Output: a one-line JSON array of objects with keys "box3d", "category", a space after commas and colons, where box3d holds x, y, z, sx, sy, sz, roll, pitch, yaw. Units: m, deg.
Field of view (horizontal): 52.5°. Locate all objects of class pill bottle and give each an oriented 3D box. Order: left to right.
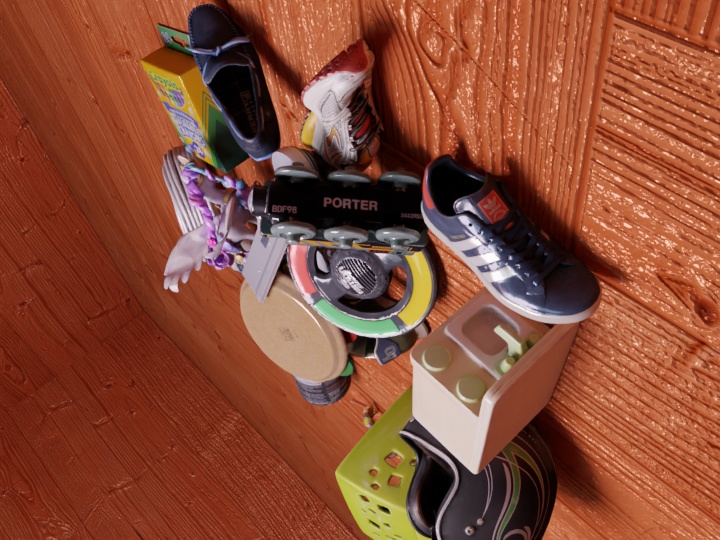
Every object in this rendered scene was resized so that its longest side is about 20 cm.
[{"box3d": [-0.083, 0.155, 1.342, 0.106, 0.106, 0.200, 36, 155, 34], "category": "pill bottle"}]

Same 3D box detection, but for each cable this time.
[{"box3d": [-0.280, -0.116, 1.251, 0.200, 0.069, 0.201, -177, 69, -82], "category": "cable"}]

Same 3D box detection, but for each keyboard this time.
[{"box3d": [-0.116, -0.034, 0.930, 0.056, 0.011, 0.200, 58, 144, 23], "category": "keyboard"}]

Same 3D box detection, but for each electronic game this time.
[{"box3d": [0.000, 0.000, 0.894, 0.199, 0.042, 0.201, 13, 128, 18], "category": "electronic game"}]

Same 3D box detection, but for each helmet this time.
[{"box3d": [0.145, 0.252, 0.914, 0.200, 0.199, 0.192, 162, 114, -68], "category": "helmet"}]

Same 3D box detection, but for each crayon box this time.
[{"box3d": [-0.251, -0.253, 1.086, 0.126, 0.052, 0.200, 30, 151, 43], "category": "crayon box"}]

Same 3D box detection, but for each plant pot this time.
[{"box3d": [0.105, 0.339, 1.146, 0.181, 0.200, 0.199, 26, 148, 37], "category": "plant pot"}]

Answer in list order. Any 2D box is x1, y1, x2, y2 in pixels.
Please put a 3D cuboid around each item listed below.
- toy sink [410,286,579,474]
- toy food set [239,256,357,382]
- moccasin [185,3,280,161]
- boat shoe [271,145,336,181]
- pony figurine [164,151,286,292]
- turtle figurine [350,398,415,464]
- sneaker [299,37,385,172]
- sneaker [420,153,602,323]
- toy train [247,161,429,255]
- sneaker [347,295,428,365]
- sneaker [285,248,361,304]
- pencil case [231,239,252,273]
[{"box3d": [0.133, 0.105, 0.780, 0.112, 0.130, 0.200, 41, 158, 26], "category": "toy sink"}, {"box3d": [-0.090, 0.078, 1.042, 0.200, 0.049, 0.198, 52, 142, -7], "category": "toy food set"}, {"box3d": [-0.142, -0.226, 0.838, 0.200, 0.080, 0.068, 60, -178, 9], "category": "moccasin"}, {"box3d": [-0.059, -0.113, 0.877, 0.070, 0.066, 0.200, 55, 171, 5], "category": "boat shoe"}, {"box3d": [-0.191, -0.061, 1.060, 0.200, 0.194, 0.166, 28, 140, -36], "category": "pony figurine"}, {"box3d": [0.050, 0.315, 1.390, 0.200, 0.064, 0.161, 47, 159, 10], "category": "turtle figurine"}, {"box3d": [-0.006, -0.156, 0.726, 0.082, 0.078, 0.200, 44, 168, 6], "category": "sneaker"}, {"box3d": [0.125, -0.033, 0.642, 0.200, 0.075, 0.085, 39, 160, 30], "category": "sneaker"}, {"box3d": [-0.016, -0.057, 0.761, 0.114, 0.199, 0.086, 120, 152, -76], "category": "toy train"}, {"box3d": [0.005, 0.081, 1.056, 0.200, 0.090, 0.067, 18, 143, 56], "category": "sneaker"}, {"box3d": [-0.051, -0.043, 0.997, 0.200, 0.075, 0.115, 48, 158, -3], "category": "sneaker"}, {"box3d": [-0.157, -0.014, 1.250, 0.200, 0.078, 0.090, 20, 143, 54], "category": "pencil case"}]
